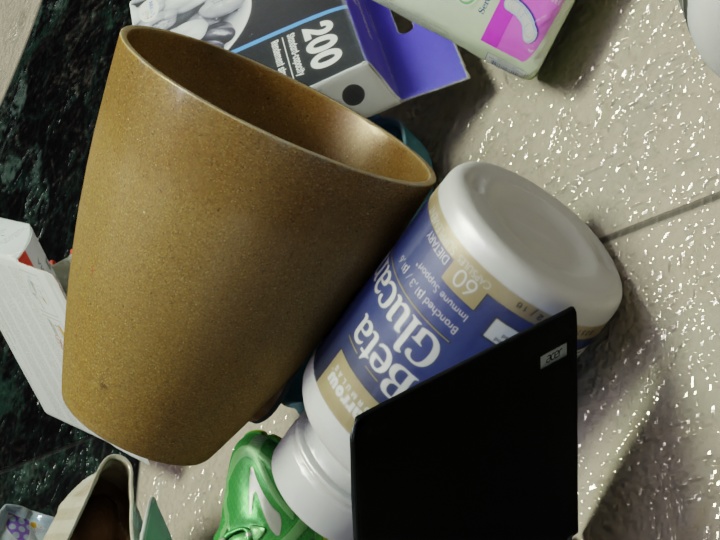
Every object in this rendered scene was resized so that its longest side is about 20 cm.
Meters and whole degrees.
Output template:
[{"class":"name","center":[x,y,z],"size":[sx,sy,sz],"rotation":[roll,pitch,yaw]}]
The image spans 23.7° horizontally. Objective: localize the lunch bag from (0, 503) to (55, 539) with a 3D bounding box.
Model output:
[{"class":"lunch bag","center":[-0.220,0.287,1.107],"size":[0.201,0.126,0.170],"rotation":[-78,10,-50]}]

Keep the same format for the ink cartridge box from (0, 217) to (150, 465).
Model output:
[{"class":"ink cartridge box","center":[-0.213,0.048,1.261],"size":[0.057,0.164,0.199],"rotation":[-36,24,-28]}]

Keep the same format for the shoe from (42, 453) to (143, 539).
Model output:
[{"class":"shoe","center":[-0.175,0.194,1.051],"size":[0.054,0.069,0.201],"rotation":[-54,17,37]}]

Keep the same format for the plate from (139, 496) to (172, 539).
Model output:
[{"class":"plate","center":[-0.133,0.245,1.083],"size":[0.200,0.025,0.202],"rotation":[-175,90,-86]}]

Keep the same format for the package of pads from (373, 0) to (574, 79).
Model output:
[{"class":"package of pads","center":[0.075,-0.229,0.960],"size":[0.201,0.154,0.068],"rotation":[-63,-3,11]}]

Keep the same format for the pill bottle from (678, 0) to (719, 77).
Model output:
[{"class":"pill bottle","center":[0.194,-0.151,0.772],"size":[0.116,0.115,0.201],"rotation":[-43,41,36]}]

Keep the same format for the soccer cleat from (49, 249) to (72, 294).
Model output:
[{"class":"soccer cleat","center":[-0.199,0.018,1.336],"size":[0.199,0.069,0.078],"rotation":[-32,50,41]}]

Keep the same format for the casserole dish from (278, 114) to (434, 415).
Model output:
[{"class":"casserole dish","center":[0.000,0.000,1.062],"size":[0.121,0.039,0.202],"rotation":[-21,56,52]}]

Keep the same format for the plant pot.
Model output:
[{"class":"plant pot","center":[-0.084,-0.003,0.940],"size":[0.201,0.185,0.186],"rotation":[-64,32,15]}]

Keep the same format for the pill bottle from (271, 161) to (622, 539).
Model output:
[{"class":"pill bottle","center":[0.038,0.051,0.906],"size":[0.201,0.110,0.111],"rotation":[-54,35,25]}]

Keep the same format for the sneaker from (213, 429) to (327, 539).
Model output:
[{"class":"sneaker","center":[-0.073,0.193,1.013],"size":[0.074,0.083,0.202],"rotation":[2,77,37]}]

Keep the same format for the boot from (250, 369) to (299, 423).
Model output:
[{"class":"boot","center":[-0.065,-0.012,1.039],"size":[0.075,0.096,0.202],"rotation":[26,95,60]}]

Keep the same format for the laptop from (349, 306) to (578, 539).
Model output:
[{"class":"laptop","center":[0.015,0.127,0.815],"size":[0.200,0.177,0.104],"rotation":[-37,79,41]}]

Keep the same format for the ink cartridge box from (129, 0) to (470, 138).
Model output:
[{"class":"ink cartridge box","center":[-0.046,-0.148,1.094],"size":[0.198,0.044,0.199],"rotation":[-22,38,4]}]
